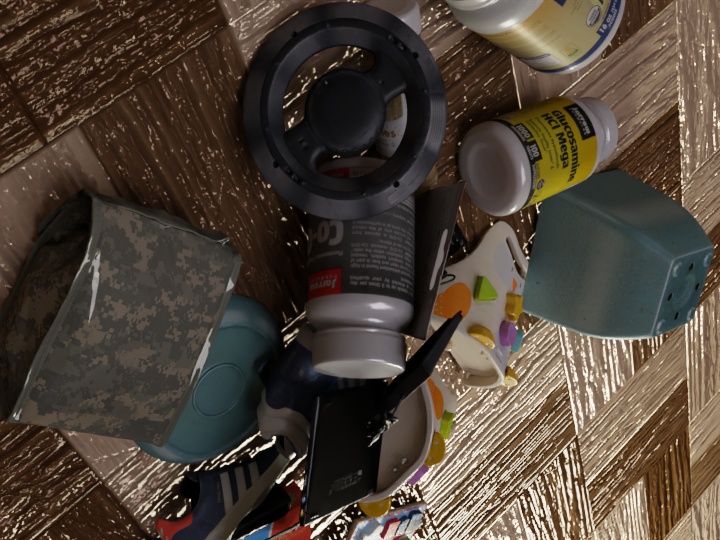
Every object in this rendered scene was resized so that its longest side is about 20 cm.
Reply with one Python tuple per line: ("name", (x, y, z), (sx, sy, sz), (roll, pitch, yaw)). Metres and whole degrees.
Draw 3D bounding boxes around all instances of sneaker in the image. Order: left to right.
("sneaker", (-0.151, 0.242, 0.944), (0.200, 0.084, 0.076), (-45, 169, -46))
("sneaker", (-0.047, 0.145, 0.960), (0.149, 0.080, 0.199), (-60, 153, 3))

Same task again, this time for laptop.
("laptop", (-0.064, 0.221, 0.922), (0.186, 0.113, 0.206), (7, 90, -66))

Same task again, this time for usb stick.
("usb stick", (-0.171, 0.303, 0.964), (0.197, 0.055, 0.033), (-22, 126, -33))

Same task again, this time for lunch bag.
("lunch bag", (-0.213, 0.034, 0.735), (0.162, 0.117, 0.203), (22, 102, -45))

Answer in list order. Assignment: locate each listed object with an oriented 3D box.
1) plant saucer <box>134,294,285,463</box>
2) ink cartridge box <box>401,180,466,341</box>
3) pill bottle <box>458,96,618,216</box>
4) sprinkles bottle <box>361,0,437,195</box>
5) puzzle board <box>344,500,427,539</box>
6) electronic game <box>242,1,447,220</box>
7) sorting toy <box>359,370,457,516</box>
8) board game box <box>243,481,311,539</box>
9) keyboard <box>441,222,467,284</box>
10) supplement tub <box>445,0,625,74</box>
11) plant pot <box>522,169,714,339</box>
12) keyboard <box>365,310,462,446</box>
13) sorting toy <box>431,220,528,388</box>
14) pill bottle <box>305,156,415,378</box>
("plant saucer", (-0.158, 0.125, 0.900), (0.197, 0.027, 0.205), (-21, 125, -34))
("ink cartridge box", (0.080, -0.006, 0.904), (0.049, 0.200, 0.165), (15, 87, -13))
("pill bottle", (0.226, -0.150, 1.034), (0.197, 0.112, 0.115), (-24, 127, -31))
("sprinkles bottle", (0.041, -0.179, 0.882), (0.068, 0.068, 0.204), (-31, 130, -25))
("puzzle board", (0.020, 0.413, 1.198), (0.198, 0.017, 0.154), (10, 105, -56))
("electronic game", (-0.014, -0.150, 0.793), (0.194, 0.042, 0.206), (0, 93, -1))
("sorting toy", (0.061, 0.218, 1.075), (0.200, 0.107, 0.179), (-46, 163, 16))
("board game box", (-0.132, 0.387, 1.056), (0.151, 0.040, 0.204), (-21, 125, -33))
("keyboard", (0.044, 0.000, 1.019), (0.198, 0.039, 0.106), (-37, 109, -19))
("supplement tub", (0.176, -0.306, 0.880), (0.197, 0.144, 0.147), (13, 104, -45))
("plant pot", (0.376, -0.008, 1.182), (0.193, 0.199, 0.201), (-13, 121, -39))
("keyboard", (0.046, 0.116, 0.863), (0.128, 0.020, 0.201), (-58, 177, -23))
("sorting toy", (0.178, 0.039, 1.126), (0.201, 0.105, 0.183), (51, 57, -45))
("pill bottle", (0.000, 0.000, 0.850), (0.113, 0.112, 0.205), (19, 66, -46))
